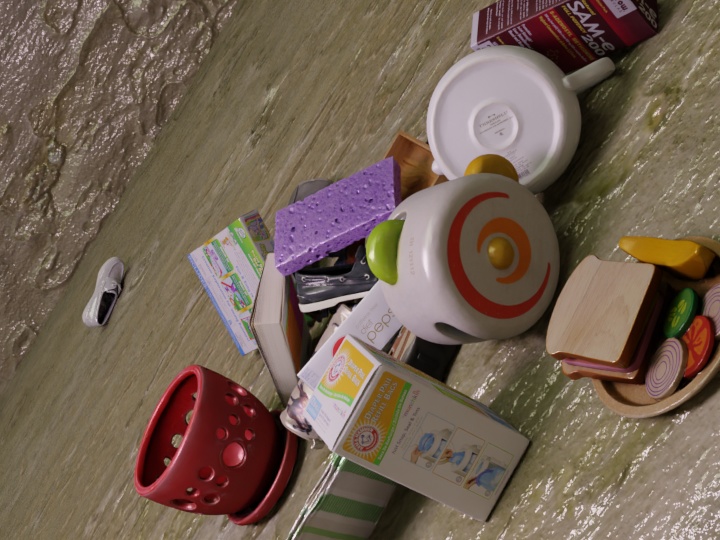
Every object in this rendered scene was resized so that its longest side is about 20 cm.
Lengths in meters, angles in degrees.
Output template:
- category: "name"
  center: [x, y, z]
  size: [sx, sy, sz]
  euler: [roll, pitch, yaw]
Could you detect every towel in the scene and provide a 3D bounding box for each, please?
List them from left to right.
- category: "towel"
  center: [-0.006, 0.259, 1.249]
  size: [0.023, 0.152, 0.201]
  euler: [29, 91, 36]

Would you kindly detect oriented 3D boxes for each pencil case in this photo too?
- category: "pencil case"
  center: [-0.034, 0.142, 1.493]
  size: [0.089, 0.078, 0.201]
  euler: [28, 90, 54]

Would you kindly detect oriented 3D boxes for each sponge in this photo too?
- category: "sponge"
  center: [-0.032, -0.076, 1.523]
  size: [0.199, 0.030, 0.112]
  euler: [-24, 42, 20]

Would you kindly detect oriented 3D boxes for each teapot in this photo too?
- category: "teapot"
  center: [0.185, -0.182, 1.327]
  size: [0.146, 0.199, 0.199]
  euler: [-27, -48, -65]

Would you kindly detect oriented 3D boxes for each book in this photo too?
- category: "book"
  center: [-0.108, 0.089, 1.596]
  size: [0.048, 0.201, 0.134]
  euler: [-3, 47, 10]

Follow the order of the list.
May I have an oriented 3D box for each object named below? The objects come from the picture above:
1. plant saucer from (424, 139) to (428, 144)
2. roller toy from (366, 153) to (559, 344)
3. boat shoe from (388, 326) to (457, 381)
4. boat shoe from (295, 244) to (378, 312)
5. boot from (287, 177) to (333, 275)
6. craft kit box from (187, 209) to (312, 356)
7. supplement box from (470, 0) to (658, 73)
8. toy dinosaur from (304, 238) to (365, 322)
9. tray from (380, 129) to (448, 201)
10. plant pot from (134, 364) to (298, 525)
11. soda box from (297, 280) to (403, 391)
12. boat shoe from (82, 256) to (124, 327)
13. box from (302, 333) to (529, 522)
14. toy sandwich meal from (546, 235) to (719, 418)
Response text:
- category: "plant saucer"
  center: [0.102, -0.106, 1.539]
  size: [0.200, 0.037, 0.201]
  euler: [-46, 28, 33]
- category: "roller toy"
  center: [0.125, -0.013, 1.217]
  size: [0.200, 0.183, 0.140]
  euler: [-38, 12, -27]
- category: "boat shoe"
  center: [0.059, 0.131, 1.341]
  size: [0.201, 0.075, 0.074]
  euler: [-59, 18, -15]
- category: "boat shoe"
  center: [0.000, -0.001, 1.490]
  size: [0.198, 0.066, 0.075]
  euler: [-16, 10, 20]
- category: "boot"
  center: [-0.130, -0.055, 1.891]
  size: [0.181, 0.073, 0.201]
  euler: [-16, 54, 32]
- category: "craft kit box"
  center: [-0.183, 0.024, 1.794]
  size: [0.048, 0.201, 0.197]
  euler: [-30, 2, -36]
- category: "supplement box"
  center: [0.245, -0.298, 1.318]
  size: [0.199, 0.109, 0.061]
  euler: [-20, 49, 37]
- category: "toy dinosaur"
  center: [-0.005, -0.004, 1.594]
  size: [0.182, 0.105, 0.200]
  euler: [-52, 59, 31]
- category: "tray"
  center: [0.076, -0.129, 1.530]
  size: [0.099, 0.037, 0.200]
  euler: [-59, 23, 6]
- category: "plant pot"
  center: [-0.205, 0.261, 1.579]
  size: [0.200, 0.182, 0.201]
  euler: [-44, 30, 33]
- category: "soda box"
  center: [0.010, 0.082, 1.415]
  size: [0.200, 0.064, 0.068]
  euler: [-49, -10, 4]
- category: "boat shoe"
  center: [-0.660, 0.056, 2.851]
  size: [0.068, 0.072, 0.201]
  euler: [3, 58, 40]
- category: "box"
  center: [0.056, 0.164, 1.142]
  size: [0.102, 0.199, 0.112]
  euler: [-60, 24, 2]
- category: "toy sandwich meal"
  center: [0.264, 0.042, 1.018]
  size: [0.205, 0.070, 0.206]
  euler: [-45, 29, 33]
